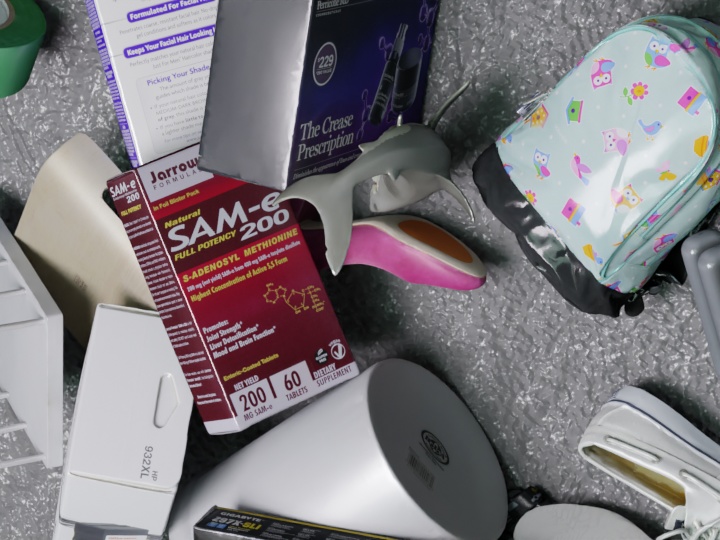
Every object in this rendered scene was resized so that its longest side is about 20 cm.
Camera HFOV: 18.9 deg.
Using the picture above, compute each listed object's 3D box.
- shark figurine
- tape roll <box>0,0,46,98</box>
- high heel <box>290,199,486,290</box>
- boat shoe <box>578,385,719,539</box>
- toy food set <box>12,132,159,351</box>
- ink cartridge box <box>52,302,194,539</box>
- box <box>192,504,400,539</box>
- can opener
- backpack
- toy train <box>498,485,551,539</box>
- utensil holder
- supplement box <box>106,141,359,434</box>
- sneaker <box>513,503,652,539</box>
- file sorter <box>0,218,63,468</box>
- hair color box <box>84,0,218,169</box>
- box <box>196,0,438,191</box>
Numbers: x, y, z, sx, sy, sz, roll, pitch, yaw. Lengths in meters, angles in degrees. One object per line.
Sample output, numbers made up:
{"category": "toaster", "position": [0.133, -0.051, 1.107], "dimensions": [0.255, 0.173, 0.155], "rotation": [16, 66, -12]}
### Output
{"category": "shark figurine", "position": [0.037, -0.059, 1.473], "dimensions": [0.128, 0.214, 0.090], "rotation": [-41, 83, 17]}
{"category": "tape roll", "position": [-0.345, -0.199, 1.664], "dimensions": [0.200, 0.200, 0.048], "rotation": [31, 115, 17]}
{"category": "high heel", "position": [0.000, 0.000, 1.612], "dimensions": [0.200, 0.067, 0.096], "rotation": [22, 108, 23]}
{"category": "boat shoe", "position": [0.237, 0.167, 1.512], "dimensions": [0.202, 0.086, 0.075], "rotation": [37, 153, 16]}
{"category": "toy food set", "position": [-0.196, -0.006, 1.683], "dimensions": [0.144, 0.060, 0.200], "rotation": [48, 148, 9]}
{"category": "ink cartridge box", "position": [-0.180, 0.137, 1.641], "dimensions": [0.084, 0.145, 0.200], "rotation": [11, 150, -7]}
{"category": "box", "position": [-0.021, 0.261, 1.521], "dimensions": [0.200, 0.049, 0.160], "rotation": [8, 106, 19]}
{"category": "can opener", "position": [0.271, 0.059, 1.480], "dimensions": [0.066, 0.053, 0.200], "rotation": [-29, 116, -7]}
{"category": "backpack", "position": [0.186, -0.080, 1.467], "dimensions": [0.200, 0.127, 0.167], "rotation": [-46, 77, 25]}
{"category": "toy train", "position": [0.069, 0.227, 1.655], "dimensions": [0.200, 0.034, 0.046], "rotation": [-43, 79, 28]}
{"category": "utensil holder", "position": [-0.014, 0.180, 1.613], "dimensions": [0.200, 0.170, 0.170], "rotation": [-36, 85, 26]}
{"category": "supplement box", "position": [-0.091, 0.005, 1.557], "dimensions": [0.061, 0.109, 0.200], "rotation": [-16, 98, 63]}
{"category": "sneaker", "position": [0.202, 0.237, 1.567], "dimensions": [0.200, 0.075, 0.089], "rotation": [18, 129, 14]}
{"category": "file sorter", "position": [-0.321, 0.055, 1.693], "dimensions": [0.200, 0.124, 0.139], "rotation": [48, 142, 50]}
{"category": "hair color box", "position": [-0.137, -0.162, 1.619], "dimensions": [0.109, 0.065, 0.200], "rotation": [-16, 98, -11]}
{"category": "box", "position": [-0.025, -0.146, 1.514], "dimensions": [0.079, 0.200, 0.141], "rotation": [14, 109, 25]}
